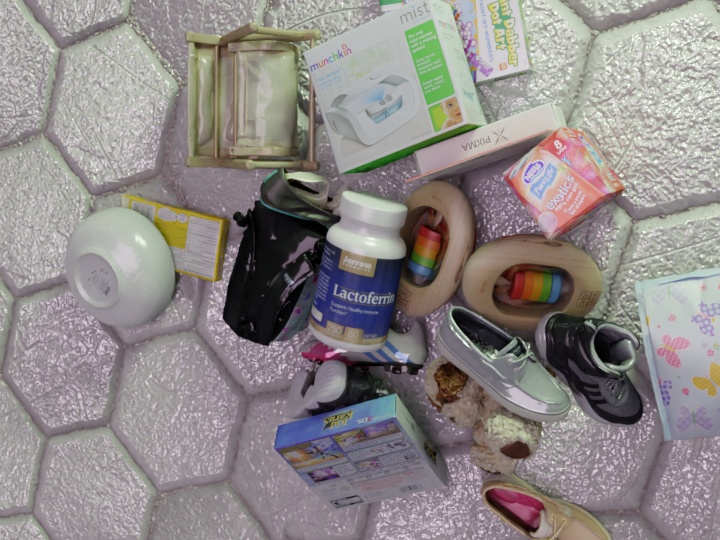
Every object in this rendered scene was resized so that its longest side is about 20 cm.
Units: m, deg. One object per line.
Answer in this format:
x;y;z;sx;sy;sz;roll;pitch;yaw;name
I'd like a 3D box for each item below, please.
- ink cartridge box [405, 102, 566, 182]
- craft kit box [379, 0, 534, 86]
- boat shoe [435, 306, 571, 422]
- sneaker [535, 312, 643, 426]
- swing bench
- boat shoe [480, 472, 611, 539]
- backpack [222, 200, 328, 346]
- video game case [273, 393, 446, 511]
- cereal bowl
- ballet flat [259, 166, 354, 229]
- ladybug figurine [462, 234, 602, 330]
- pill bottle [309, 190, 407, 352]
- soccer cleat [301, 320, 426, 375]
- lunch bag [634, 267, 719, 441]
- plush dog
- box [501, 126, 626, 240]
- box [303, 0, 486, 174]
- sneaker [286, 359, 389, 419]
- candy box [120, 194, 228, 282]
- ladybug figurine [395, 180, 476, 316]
0.166;-0.168;1.150;0.197;0.176;0.045;-18;89;21;ink cartridge box
0.129;-0.353;1.218;0.194;0.048;0.204;-11;92;19;craft kit box
0.184;0.116;1.110;0.199;0.070;0.072;34;141;20;boat shoe
0.316;0.132;1.104;0.200;0.113;0.076;45;69;-16;sneaker
-0.164;-0.251;1.286;0.198;0.128;0.203;11;102;50;swing bench
0.256;0.354;1.226;0.198;0.069;0.075;25;104;17;boat shoe
-0.121;0.014;1.307;0.165;0.126;0.203;29;106;28;backpack
0.002;0.271;1.274;0.197;0.046;0.182;-18;130;21;video game case
-0.406;0.003;1.418;0.197;0.083;0.204;7;109;22;cereal bowl
-0.048;-0.093;1.244;0.069;0.198;0.068;-55;33;24;ballet flat
0.228;0.011;1.166;0.196;0.072;0.138;9;117;-11;ladybug figurine
0.000;0.000;1.204;0.114;0.115;0.204;17;106;18;pill bottle
0.007;0.107;1.306;0.196;0.070;0.088;2;78;20;soccer cleat
0.448;0.095;1.098;0.167;0.127;0.203;-13;102;22;lunch bag
0.169;0.174;1.206;0.170;0.201;0.162;25;70;7;plush dog
0.263;-0.113;1.105;0.094;0.199;0.103;-39;81;21;box
0.047;-0.248;1.185;0.197;0.096;0.180;-17;90;25;box
-0.034;0.193;1.304;0.112;0.200;0.077;20;65;-20;sneaker
-0.311;-0.054;1.425;0.197;0.026;0.104;15;104;19;candy box
0.104;-0.029;1.235;0.135;0.071;0.203;34;113;33;ladybug figurine
